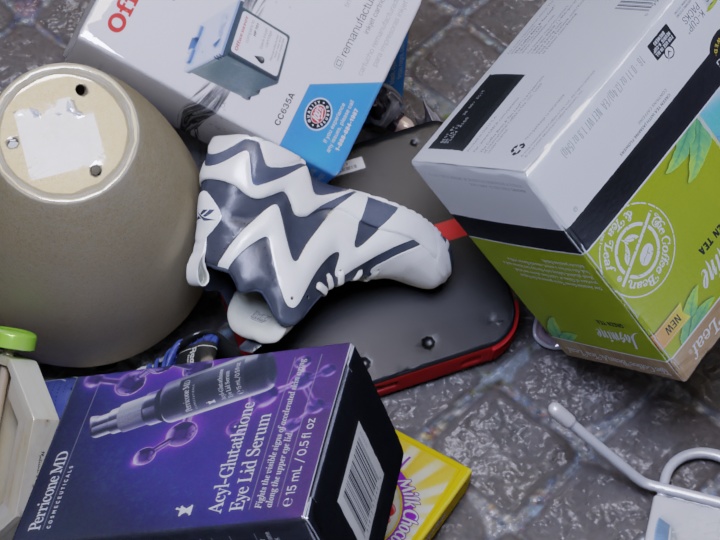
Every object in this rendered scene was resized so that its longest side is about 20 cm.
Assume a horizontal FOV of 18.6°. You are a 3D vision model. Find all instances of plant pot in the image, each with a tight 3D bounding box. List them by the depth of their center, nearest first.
[{"bbox_3d":[-0.186,-0.052,1.428,0.187,0.200,0.188,1,73,-4],"label":"plant pot"}]

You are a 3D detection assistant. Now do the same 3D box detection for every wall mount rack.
[{"bbox_3d":[0.192,0.175,1.442,0.173,0.075,0.200,13,52,7],"label":"wall mount rack"}]

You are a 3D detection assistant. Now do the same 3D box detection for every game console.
[{"bbox_3d":[0.000,0.000,1.554,0.199,0.031,0.177,-17,76,-14],"label":"game console"}]

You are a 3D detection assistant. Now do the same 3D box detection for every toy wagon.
[{"bbox_3d":[-0.274,0.105,1.437,0.200,0.156,0.040,13,2,42],"label":"toy wagon"}]

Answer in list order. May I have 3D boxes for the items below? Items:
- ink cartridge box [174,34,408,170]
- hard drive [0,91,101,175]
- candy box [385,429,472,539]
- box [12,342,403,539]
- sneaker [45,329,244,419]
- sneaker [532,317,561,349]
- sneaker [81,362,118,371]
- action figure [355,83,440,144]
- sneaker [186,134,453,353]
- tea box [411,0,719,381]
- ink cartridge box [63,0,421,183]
[{"bbox_3d":[-0.084,-0.184,1.656,0.200,0.145,0.147,-20,57,-16],"label":"ink cartridge box"},{"bbox_3d":[-0.301,-0.083,1.642,0.200,0.026,0.132,30,57,18],"label":"hard drive"},{"bbox_3d":[-0.014,0.172,1.437,0.102,0.026,0.200,28,43,12],"label":"candy box"},{"bbox_3d":[-0.090,0.140,1.346,0.199,0.104,0.148,-8,40,20],"label":"box"},{"bbox_3d":[-0.132,0.084,1.467,0.199,0.115,0.081,5,51,0],"label":"sneaker"},{"bbox_3d":[0.130,-0.021,1.576,0.200,0.071,0.113,36,57,6],"label":"sneaker"},{"bbox_3d":[-0.213,0.028,1.536,0.200,0.070,0.100,-15,61,-12],"label":"sneaker"},{"bbox_3d":[0.002,-0.074,1.628,0.199,0.069,0.130,-7,48,-12],"label":"action figure"},{"bbox_3d":[-0.034,0.005,1.471,0.079,0.199,0.130,3,70,51],"label":"sneaker"},{"bbox_3d":[0.180,-0.070,1.447,0.200,0.197,0.134,-50,29,-17],"label":"tea box"},{"bbox_3d":[-0.082,-0.164,1.512,0.200,0.086,0.147,28,77,-11],"label":"ink cartridge box"}]
